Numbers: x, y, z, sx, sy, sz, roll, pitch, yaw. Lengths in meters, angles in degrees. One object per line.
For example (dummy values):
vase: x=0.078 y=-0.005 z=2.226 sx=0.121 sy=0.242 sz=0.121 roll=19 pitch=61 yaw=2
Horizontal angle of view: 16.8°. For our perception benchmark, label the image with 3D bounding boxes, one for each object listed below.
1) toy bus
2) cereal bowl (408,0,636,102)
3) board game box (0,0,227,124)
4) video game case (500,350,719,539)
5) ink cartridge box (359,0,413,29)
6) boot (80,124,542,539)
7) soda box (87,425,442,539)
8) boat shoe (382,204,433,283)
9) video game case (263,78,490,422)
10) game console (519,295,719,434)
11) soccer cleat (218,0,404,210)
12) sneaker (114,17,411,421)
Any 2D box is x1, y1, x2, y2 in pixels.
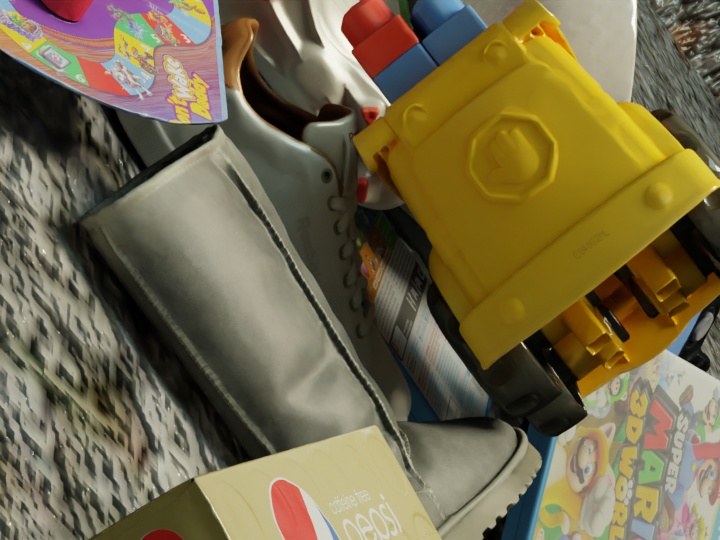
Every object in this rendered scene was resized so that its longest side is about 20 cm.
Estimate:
toy bus: x=0.071 y=-0.040 z=1.080 sx=0.192 sy=0.136 sz=0.200 roll=52 pitch=4 yaw=17
cereal bowl: x=0.066 y=-0.105 z=1.227 sx=0.083 sy=0.201 sz=0.200 roll=5 pitch=37 yaw=-16
board game box: x=-0.112 y=-0.140 z=0.985 sx=0.158 sy=0.039 sz=0.200 roll=28 pitch=28 yaw=-23
video game case: x=0.139 y=0.111 z=1.237 sx=0.200 sy=0.018 sz=0.144 roll=28 pitch=73 yaw=-51
ink cartridge box: x=-0.039 y=-0.211 z=1.261 sx=0.200 sy=0.087 sz=0.146 roll=-104 pitch=180 yaw=-64
boot: x=-0.018 y=0.033 z=0.994 sx=0.200 sy=0.072 sz=0.182 roll=52 pitch=21 yaw=0
soda box: x=-0.030 y=0.103 z=0.820 sx=0.068 sy=0.064 sz=0.200 roll=60 pitch=15 yaw=8
boat shoe: x=0.013 y=-0.056 z=1.326 sx=0.200 sy=0.062 sz=0.073 roll=48 pitch=50 yaw=-17
video game case: x=0.000 y=0.000 z=1.191 sx=0.200 sy=0.018 sz=0.143 roll=56 pitch=15 yaw=-10
game console: x=0.178 y=0.083 z=1.318 sx=0.116 sy=0.176 sz=0.200 roll=36 pitch=34 yaw=20
soccer cleat: x=-0.029 y=-0.119 z=1.157 sx=0.201 sy=0.069 sz=0.078 roll=61 pitch=9 yaw=-13
sneaker: x=-0.021 y=-0.018 z=1.058 sx=0.200 sy=0.084 sz=0.073 roll=56 pitch=13 yaw=-13
